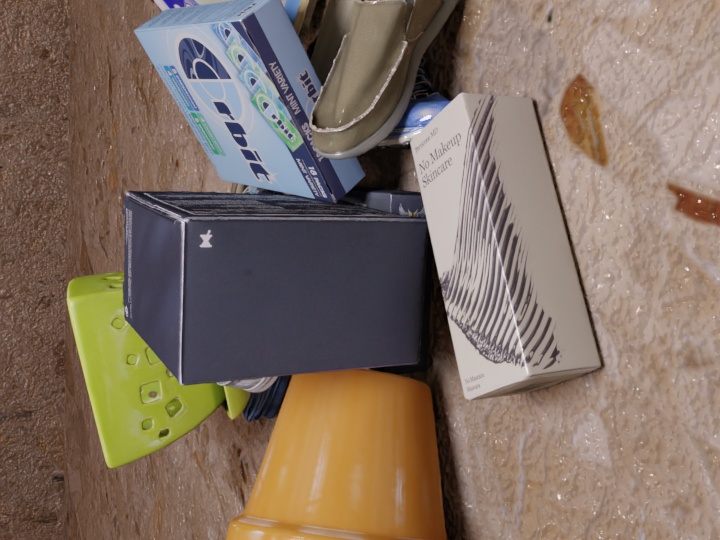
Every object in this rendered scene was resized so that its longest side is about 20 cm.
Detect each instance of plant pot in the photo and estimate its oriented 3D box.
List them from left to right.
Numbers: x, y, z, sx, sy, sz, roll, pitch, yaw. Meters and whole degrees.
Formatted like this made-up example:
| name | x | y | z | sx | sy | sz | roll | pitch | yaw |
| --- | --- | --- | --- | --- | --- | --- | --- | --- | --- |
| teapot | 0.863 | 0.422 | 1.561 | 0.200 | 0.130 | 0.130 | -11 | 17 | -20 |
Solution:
| name | x | y | z | sx | sy | sz | roll | pitch | yaw |
| --- | --- | --- | --- | --- | --- | --- | --- | --- | --- |
| plant pot | -0.242 | 0.096 | 0.977 | 0.199 | 0.179 | 0.204 | -163 | 62 | -70 |
| plant pot | -0.009 | 0.185 | 0.687 | 0.200 | 0.197 | 0.186 | -21 | 58 | 61 |

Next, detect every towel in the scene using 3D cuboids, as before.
| name | x | y | z | sx | sy | sz | roll | pitch | yaw |
| --- | --- | --- | --- | --- | --- | --- | --- | --- | --- |
| towel | -0.120 | 0.089 | 1.018 | 0.112 | 0.048 | 0.202 | 61 | 143 | 42 |

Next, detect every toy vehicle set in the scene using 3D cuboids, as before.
| name | x | y | z | sx | sy | sz | roll | pitch | yaw |
| --- | --- | --- | --- | --- | --- | --- | --- | --- | --- |
| toy vehicle set | -0.021 | -0.226 | 0.764 | 0.125 | 0.026 | 0.201 | -75 | 7 | -50 |

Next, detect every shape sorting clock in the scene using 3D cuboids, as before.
| name | x | y | z | sx | sy | sz | roll | pitch | yaw |
| --- | --- | --- | --- | --- | --- | --- | --- | --- | --- |
| shape sorting clock | -0.043 | -0.258 | 0.735 | 0.200 | 0.039 | 0.203 | -165 | 89 | -83 |

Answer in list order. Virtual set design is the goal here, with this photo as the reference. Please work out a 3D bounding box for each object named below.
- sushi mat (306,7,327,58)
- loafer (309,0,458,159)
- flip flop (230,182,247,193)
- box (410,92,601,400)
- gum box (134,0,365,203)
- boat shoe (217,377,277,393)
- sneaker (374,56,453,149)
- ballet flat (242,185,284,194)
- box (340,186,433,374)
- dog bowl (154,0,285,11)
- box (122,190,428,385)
| name | x | y | z | sx | sy | sz | roll | pitch | yaw |
| --- | --- | --- | --- | --- | --- | --- | --- | --- | --- |
| sushi mat | -0.068 | -0.183 | 0.887 | 0.096 | 0.012 | 0.201 | -73 | 5 | -46 |
| loafer | 0.010 | -0.179 | 0.626 | 0.074 | 0.070 | 0.202 | 13 | 70 | 38 |
| flip flop | -0.127 | -0.065 | 1.003 | 0.057 | 0.081 | 0.203 | 23 | 108 | 21 |
| box | 0.099 | -0.017 | 0.571 | 0.082 | 0.067 | 0.203 | -38 | 59 | 57 |
| gum box | -0.103 | -0.152 | 0.719 | 0.199 | 0.044 | 0.171 | 17 | 142 | 50 |
| boat shoe | -0.095 | 0.043 | 0.893 | 0.074 | 0.064 | 0.204 | 37 | 101 | 35 |
| sneaker | 0.026 | -0.155 | 0.690 | 0.200 | 0.077 | 0.091 | 37 | 127 | 56 |
| ballet flat | -0.098 | -0.064 | 0.876 | 0.200 | 0.073 | 0.076 | -173 | 81 | -86 |
| box | 0.000 | 0.000 | 0.780 | 0.199 | 0.050 | 0.161 | 14 | 105 | 62 |
| dog bowl | -0.134 | -0.349 | 0.852 | 0.078 | 0.197 | 0.204 | 6 | 97 | 59 |
| box | -0.079 | 0.004 | 0.662 | 0.198 | 0.197 | 0.126 | 19 | 108 | 61 |
